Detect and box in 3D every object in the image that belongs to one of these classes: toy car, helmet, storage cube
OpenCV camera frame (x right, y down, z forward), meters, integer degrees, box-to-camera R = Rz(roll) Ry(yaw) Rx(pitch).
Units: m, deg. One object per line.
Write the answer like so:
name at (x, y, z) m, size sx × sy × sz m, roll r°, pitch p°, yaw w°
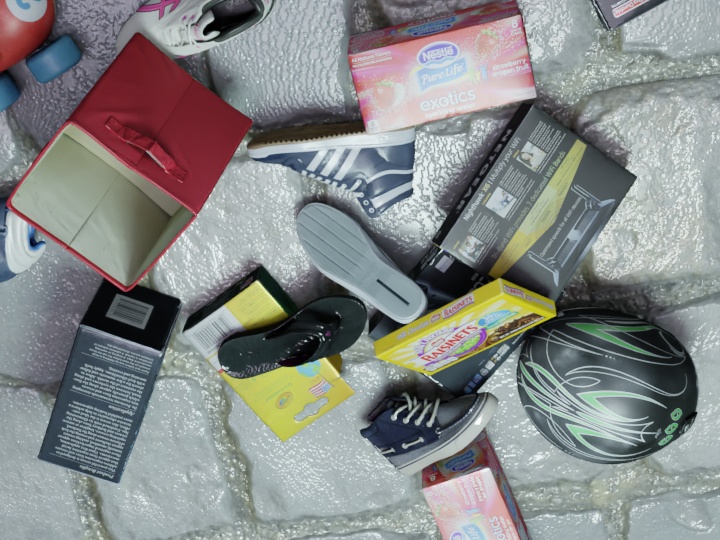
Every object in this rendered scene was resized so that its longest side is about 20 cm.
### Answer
toy car at (-0.432, -0.254, 1.461) m, size 0.177 × 0.200 × 0.184 m, roll -28°, pitch 110°, yaw 13°
helmet at (0.291, 0.140, 1.619) m, size 0.191 × 0.200 × 0.200 m, roll 3°, pitch 117°, yaw -32°
storage cube at (-0.259, -0.121, 1.499) m, size 0.171 × 0.180 × 0.200 m, roll 37°, pitch 135°, yaw -13°

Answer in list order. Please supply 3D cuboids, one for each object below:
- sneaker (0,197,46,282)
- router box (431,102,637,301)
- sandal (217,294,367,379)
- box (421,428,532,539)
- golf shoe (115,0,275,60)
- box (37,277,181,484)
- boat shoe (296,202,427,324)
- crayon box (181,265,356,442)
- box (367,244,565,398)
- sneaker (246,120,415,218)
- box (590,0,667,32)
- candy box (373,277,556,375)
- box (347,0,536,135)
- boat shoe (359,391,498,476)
sneaker at (-0.467, -0.079, 1.612) m, size 0.146 × 0.081 × 0.200 m, roll -25°, pitch 107°, yaw 3°
router box at (0.204, -0.072, 1.572) m, size 0.157 × 0.052 × 0.200 m, roll 33°, pitch 93°, yaw -13°
sandal at (-0.081, 0.091, 1.623) m, size 0.200 × 0.048 × 0.075 m, roll -23°, pitch 113°, yaw 16°
box at (0.157, 0.325, 1.750) m, size 0.095 × 0.103 × 0.200 m, roll -20°, pitch 112°, yaw 10°
golf shoe at (-0.191, -0.282, 1.502) m, size 0.200 × 0.092 × 0.073 m, roll -22°, pitch 113°, yaw 12°
box at (-0.309, 0.135, 1.656) m, size 0.107 × 0.148 × 0.200 m, roll 20°, pitch 113°, yaw -6°
boat shoe at (0.000, 0.000, 1.617) m, size 0.074 × 0.067 × 0.200 m, roll -44°, pitch 73°, yaw -3°
crayon box at (-0.113, 0.108, 1.691) m, size 0.127 × 0.051 × 0.200 m, roll -34°, pitch 108°, yaw 16°
box at (0.131, 0.046, 1.660) m, size 0.160 × 0.044 × 0.200 m, roll 36°, pitch 110°, yaw -13°
sneaker at (-0.031, -0.116, 1.580) m, size 0.200 × 0.070 × 0.109 m, roll -5°, pitch 112°, yaw 1°
box at (0.314, -0.396, 1.460) m, size 0.200 × 0.050 × 0.199 m, roll -27°, pitch 109°, yaw 13°
candy box at (0.121, 0.069, 1.571) m, size 0.102 × 0.026 × 0.200 m, roll 23°, pitch 140°, yaw -40°
box at (0.092, -0.232, 1.511) m, size 0.200 × 0.095 × 0.100 m, roll -12°, pitch 112°, yaw 7°
boat shoe at (0.080, 0.188, 1.681) m, size 0.093 × 0.075 × 0.200 m, roll 40°, pitch 133°, yaw -11°
